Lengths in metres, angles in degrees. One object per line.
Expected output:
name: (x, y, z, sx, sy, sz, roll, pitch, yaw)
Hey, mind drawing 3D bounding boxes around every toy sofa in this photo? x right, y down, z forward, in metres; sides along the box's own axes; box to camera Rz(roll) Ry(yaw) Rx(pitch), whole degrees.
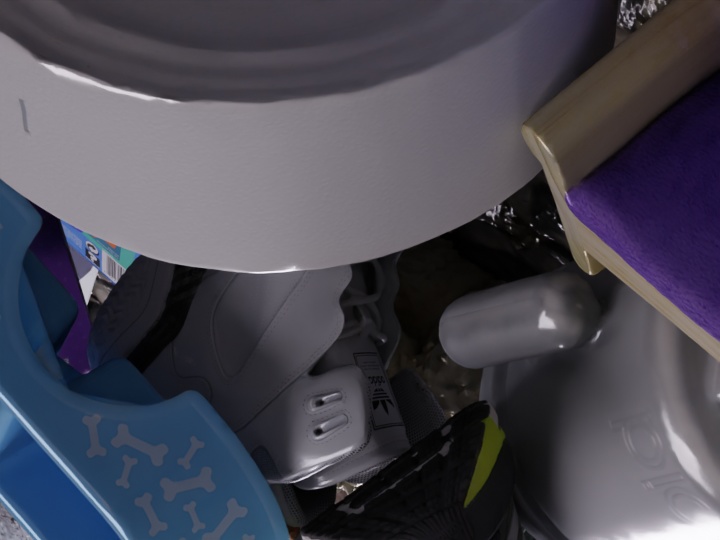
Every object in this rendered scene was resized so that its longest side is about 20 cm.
toy sofa: (0.133, -0.001, 0.563, 0.200, 0.083, 0.098, 43, 168, 35)

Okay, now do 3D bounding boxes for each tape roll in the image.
tape roll: (-0.025, -0.098, 0.648, 0.202, 0.202, 0.071, 33, 151, 24)

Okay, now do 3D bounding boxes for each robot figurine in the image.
robot figurine: (0.110, 0.040, 0.737, 0.169, 0.113, 0.200, 25, 159, -17)

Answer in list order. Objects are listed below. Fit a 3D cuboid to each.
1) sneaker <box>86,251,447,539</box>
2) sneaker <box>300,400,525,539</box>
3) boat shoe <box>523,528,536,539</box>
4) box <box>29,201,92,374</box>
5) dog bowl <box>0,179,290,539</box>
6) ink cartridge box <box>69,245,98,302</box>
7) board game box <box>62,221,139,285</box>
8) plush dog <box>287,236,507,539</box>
sneaker: (0.000, 0.000, 0.780, 0.115, 0.200, 0.075, 49, -161, 23)
sneaker: (0.033, 0.098, 0.731, 0.081, 0.074, 0.200, 53, 175, 10)
boat shoe: (0.020, 0.165, 0.950, 0.071, 0.200, 0.091, 20, 148, 43)
box: (-0.150, -0.062, 0.876, 0.200, 0.039, 0.137, 82, 168, -55)
dog bowl: (-0.109, 0.043, 0.777, 0.200, 0.050, 0.112, 48, 155, 4)
ink cartridge box: (-0.223, 0.045, 1.197, 0.083, 0.146, 0.200, 45, 153, 8)
board game box: (-0.122, -0.083, 0.984, 0.152, 0.045, 0.200, 41, 154, 13)
plush dog: (-0.042, 0.046, 0.903, 0.161, 0.172, 0.200, 52, 154, -11)
